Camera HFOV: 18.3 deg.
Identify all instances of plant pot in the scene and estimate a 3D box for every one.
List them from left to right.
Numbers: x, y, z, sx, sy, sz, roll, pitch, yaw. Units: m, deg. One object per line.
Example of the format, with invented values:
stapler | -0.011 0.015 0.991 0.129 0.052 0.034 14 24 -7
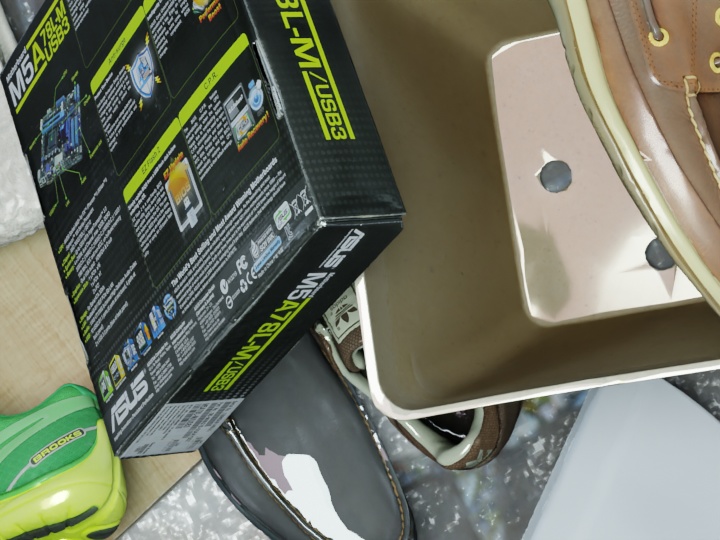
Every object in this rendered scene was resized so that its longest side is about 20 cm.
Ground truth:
plant pot | 0.106 -0.054 0.908 0.198 0.177 0.202 -10 85 13

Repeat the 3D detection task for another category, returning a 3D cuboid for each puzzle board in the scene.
puzzle board | -0.161 0.037 1.057 0.151 0.017 0.200 -43 79 10

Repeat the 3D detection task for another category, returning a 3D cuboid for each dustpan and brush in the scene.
dustpan and brush | 0.161 0.141 0.940 0.199 0.057 0.140 29 52 2

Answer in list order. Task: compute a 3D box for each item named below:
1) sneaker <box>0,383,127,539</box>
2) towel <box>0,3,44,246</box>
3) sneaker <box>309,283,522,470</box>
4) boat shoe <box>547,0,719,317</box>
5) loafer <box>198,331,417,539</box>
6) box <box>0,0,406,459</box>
sneaker | -0.196 0.102 1.030 0.199 0.074 0.084 -14 61 18
towel | -0.223 -0.084 1.056 0.132 0.034 0.201 -29 74 15
sneaker | 0.000 0.000 0.963 0.070 0.076 0.200 -40 95 17
boat shoe | 0.107 -0.080 0.782 0.067 0.072 0.201 -25 79 13
loafer | -0.044 0.050 0.984 0.073 0.072 0.200 -36 79 -20
box | -0.071 -0.053 0.900 0.200 0.047 0.194 -48 53 48
